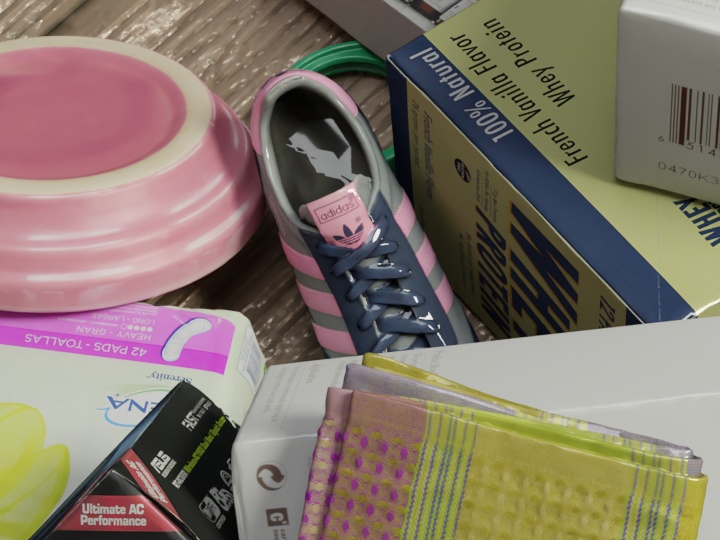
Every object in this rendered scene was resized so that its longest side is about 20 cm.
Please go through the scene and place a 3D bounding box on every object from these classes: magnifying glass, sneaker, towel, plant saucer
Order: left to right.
[{"bbox_3d":[-0.143,-0.054,1.368,0.199,0.051,0.201,0,33,0],"label":"plant saucer"},{"bbox_3d":[0.000,0.000,1.313,0.070,0.082,0.201,-29,75,2],"label":"sneaker"},{"bbox_3d":[0.042,-0.103,1.449,0.199,0.022,0.080,-31,57,-14],"label":"magnifying glass"},{"bbox_3d":[0.039,0.141,1.040,0.143,0.023,0.201,13,95,19],"label":"towel"}]

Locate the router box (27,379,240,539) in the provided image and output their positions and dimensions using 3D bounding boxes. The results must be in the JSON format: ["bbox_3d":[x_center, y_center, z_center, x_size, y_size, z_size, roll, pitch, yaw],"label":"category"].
[{"bbox_3d":[-0.126,0.145,1.154,0.062,0.150,0.200,44,102,-2],"label":"router box"}]

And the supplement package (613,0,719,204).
[{"bbox_3d":[0.191,-0.132,1.229,0.116,0.118,0.201,16,57,15],"label":"supplement package"}]

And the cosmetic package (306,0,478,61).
[{"bbox_3d":[0.014,-0.161,1.456,0.082,0.051,0.200,-34,50,-22],"label":"cosmetic package"}]

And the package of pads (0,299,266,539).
[{"bbox_3d":[-0.153,0.085,1.299,0.199,0.068,0.155,6,55,9],"label":"package of pads"}]

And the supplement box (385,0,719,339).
[{"bbox_3d":[0.150,-0.044,1.325,0.199,0.135,0.200,-32,58,-18],"label":"supplement box"}]

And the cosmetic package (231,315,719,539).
[{"bbox_3d":[0.057,0.072,1.112,0.199,0.074,0.102,-5,16,8],"label":"cosmetic package"}]
